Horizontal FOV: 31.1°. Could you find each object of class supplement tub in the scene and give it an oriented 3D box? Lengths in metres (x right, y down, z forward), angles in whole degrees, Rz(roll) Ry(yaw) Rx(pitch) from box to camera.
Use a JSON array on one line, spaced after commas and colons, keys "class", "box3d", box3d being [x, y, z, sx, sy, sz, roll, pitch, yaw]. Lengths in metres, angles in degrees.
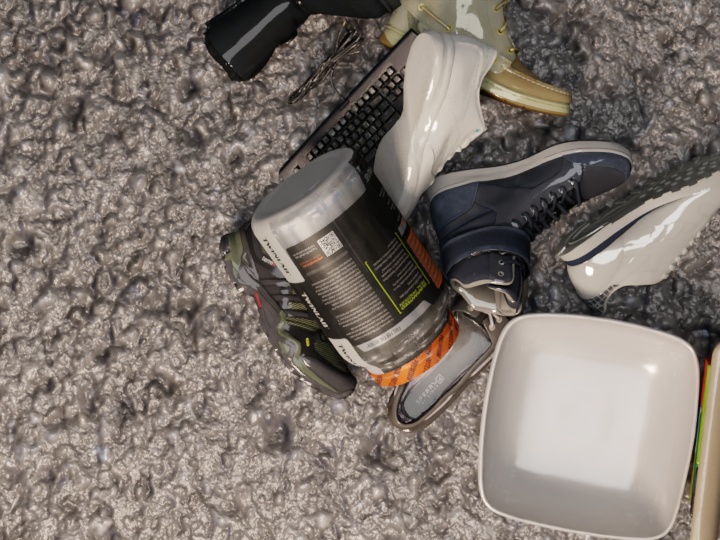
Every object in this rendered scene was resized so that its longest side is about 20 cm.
[{"class": "supplement tub", "box3d": [0.000, 0.000, 1.185, 0.122, 0.123, 0.201, -34, 108, 3]}]

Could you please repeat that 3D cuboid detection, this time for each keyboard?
[{"class": "keyboard", "box3d": [-0.009, -0.154, 1.248, 0.127, 0.021, 0.200, 47, 112, 3]}]

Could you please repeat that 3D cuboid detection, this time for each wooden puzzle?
[{"class": "wooden puzzle", "box3d": [0.319, 0.150, 1.170, 0.037, 0.200, 0.188, 7, 90, 19]}]

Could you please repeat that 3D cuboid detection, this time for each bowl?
[{"class": "bowl", "box3d": [0.214, 0.144, 1.235, 0.197, 0.075, 0.203, 9, 91, 4]}]

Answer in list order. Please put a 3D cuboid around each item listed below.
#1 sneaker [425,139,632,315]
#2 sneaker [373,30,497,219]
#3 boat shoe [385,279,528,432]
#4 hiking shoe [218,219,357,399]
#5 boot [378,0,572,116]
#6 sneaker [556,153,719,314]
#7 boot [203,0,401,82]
[{"class": "sneaker", "box3d": [0.167, -0.036, 1.210, 0.200, 0.077, 0.148, -14, 55, 12]}, {"class": "sneaker", "box3d": [0.073, -0.124, 1.205, 0.087, 0.076, 0.202, 0, 129, -27]}, {"class": "boat shoe", "box3d": [0.097, 0.076, 1.252, 0.067, 0.057, 0.201, 38, 93, 3]}, {"class": "hiking shoe", "box3d": [-0.051, 0.028, 1.255, 0.100, 0.076, 0.201, -35, 87, 7]}, {"class": "boot", "box3d": [0.134, -0.247, 1.240, 0.198, 0.072, 0.156, 25, 96, 8]}, {"class": "sneaker", "box3d": [0.288, -0.039, 1.239, 0.199, 0.076, 0.081, -31, 100, 8]}, {"class": "boot", "box3d": [-0.060, -0.236, 1.207, 0.168, 0.200, 0.077, -41, 120, 2]}]
